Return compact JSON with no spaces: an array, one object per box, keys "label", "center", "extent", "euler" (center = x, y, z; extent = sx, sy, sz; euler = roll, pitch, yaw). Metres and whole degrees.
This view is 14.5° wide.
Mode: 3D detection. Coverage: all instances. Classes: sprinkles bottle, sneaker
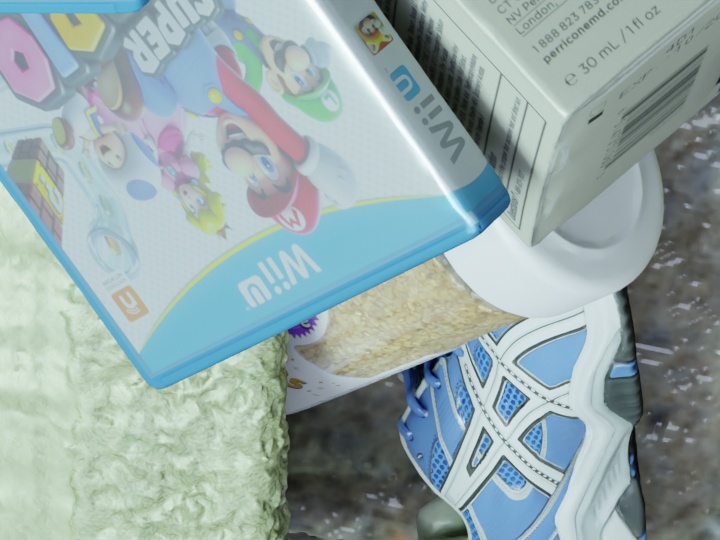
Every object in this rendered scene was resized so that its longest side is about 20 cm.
[{"label":"sprinkles bottle","center":[0.000,0.000,0.831],"extent":[0.068,0.068,0.200],"euler":[38,145,-21]},{"label":"sneaker","center":[0.049,0.031,0.888],"extent":[0.077,0.076,0.200],"euler":[-4,125,3]}]

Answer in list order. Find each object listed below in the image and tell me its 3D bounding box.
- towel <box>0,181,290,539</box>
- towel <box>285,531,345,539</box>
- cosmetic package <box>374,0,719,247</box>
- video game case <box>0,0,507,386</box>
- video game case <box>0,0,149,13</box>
[{"label":"towel","center":[-0.089,0.037,0.813],"extent":[0.148,0.036,0.200],"euler":[3,112,8]},{"label":"towel","center":[-0.081,0.133,0.879],"extent":[0.200,0.191,0.032],"euler":[10,118,22]},{"label":"cosmetic package","center":[0.006,-0.112,0.703],"extent":[0.071,0.105,0.200],"euler":[-39,79,-12]},{"label":"video game case","center":[-0.067,-0.072,0.695],"extent":[0.143,0.018,0.200],"euler":[-27,102,49]},{"label":"video game case","center":[-0.133,-0.147,0.629],"extent":[0.143,0.018,0.200],"euler":[3,127,29]}]
